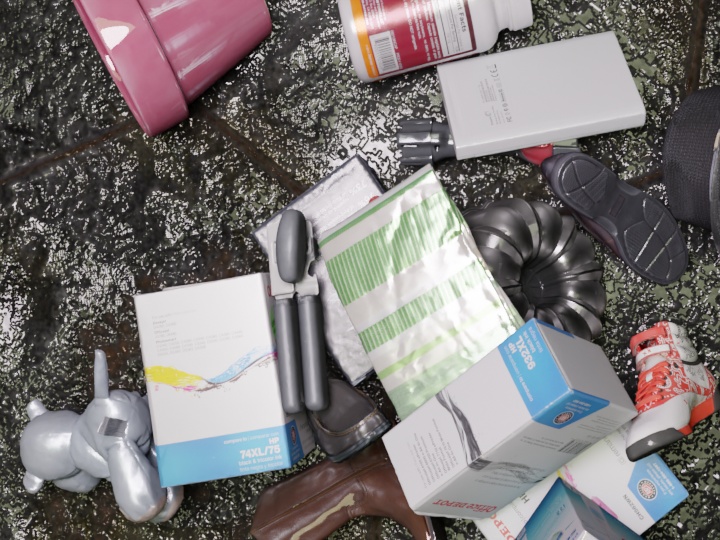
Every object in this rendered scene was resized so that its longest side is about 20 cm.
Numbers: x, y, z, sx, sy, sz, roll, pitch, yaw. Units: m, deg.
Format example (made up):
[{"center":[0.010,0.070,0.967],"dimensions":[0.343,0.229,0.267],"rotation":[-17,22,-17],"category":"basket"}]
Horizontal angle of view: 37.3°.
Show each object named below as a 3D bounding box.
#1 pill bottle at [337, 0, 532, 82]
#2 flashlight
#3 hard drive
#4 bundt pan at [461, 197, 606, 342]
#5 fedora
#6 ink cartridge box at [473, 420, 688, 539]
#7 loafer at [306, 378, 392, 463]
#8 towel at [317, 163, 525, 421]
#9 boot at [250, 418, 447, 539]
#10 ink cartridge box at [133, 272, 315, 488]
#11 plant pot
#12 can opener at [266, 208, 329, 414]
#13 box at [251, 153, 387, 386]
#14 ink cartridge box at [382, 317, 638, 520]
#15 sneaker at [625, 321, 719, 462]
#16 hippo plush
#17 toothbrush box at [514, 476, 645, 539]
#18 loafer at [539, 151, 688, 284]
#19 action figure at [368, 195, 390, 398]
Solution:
[{"center":[0.080,-0.281,1.151],"dimensions":[0.196,0.113,0.115],"rotation":[-13,87,6],"category":"pill bottle"},{"center":[0.142,-0.141,1.167],"dimensions":[0.196,0.069,0.069],"rotation":[-1,130,12],"category":"flashlight"},{"center":[0.188,-0.188,1.134],"dimensions":[0.196,0.026,0.134],"rotation":[-10,51,2],"category":"hard drive"},{"center":[0.174,0.016,1.098],"dimensions":[0.198,0.076,0.206],"rotation":[8,73,-26],"category":"bundt pan"},{"center":[0.372,-0.115,1.107],"dimensions":[0.091,0.199,0.205],"rotation":[12,91,41],"category":"fedora"},{"center":[0.224,0.238,1.137],"dimensions":[0.199,0.085,0.145],"rotation":[-40,85,7],"category":"ink cartridge box"},{"center":[-0.023,0.150,1.113],"dimensions":[0.072,0.200,0.073],"rotation":[-31,94,-18],"category":"loafer"},{"center":[0.057,0.020,1.040],"dimensions":[0.151,0.023,0.202],"rotation":[-31,80,12],"category":"towel"},{"center":[-0.017,0.278,1.150],"dimensions":[0.198,0.065,0.188],"rotation":[-29,45,4],"category":"boot"},{"center":[-0.144,0.113,1.158],"dimensions":[0.143,0.147,0.204],"rotation":[-10,88,8],"category":"ink cartridge box"},{"center":[-0.201,-0.275,1.160],"dimensions":[0.177,0.200,0.202],"rotation":[-29,85,-9],"category":"plant pot"},{"center":[-0.069,0.042,1.079],"dimensions":[0.052,0.066,0.204],"rotation":[-7,86,19],"category":"can opener"},{"center":[0.000,0.000,1.161],"dimensions":[0.147,0.104,0.202],"rotation":[-34,85,5],"category":"box"},{"center":[0.142,0.149,1.022],"dimensions":[0.199,0.144,0.085],"rotation":[-41,55,23],"category":"ink cartridge box"},{"center":[0.298,0.117,1.082],"dimensions":[0.067,0.200,0.109],"rotation":[-33,78,36],"category":"sneaker"},{"center":[-0.292,0.208,1.165],"dimensions":[0.158,0.200,0.162],"rotation":[-17,65,15],"category":"hippo plush"},{"center":[0.230,0.289,0.994],"dimensions":[0.145,0.200,0.086],"rotation":[35,95,3],"category":"toothbrush box"},{"center":[0.270,-0.061,1.133],"dimensions":[0.199,0.063,0.072],"rotation":[37,90,-22],"category":"loafer"},{"center":[0.036,0.024,1.081],"dimensions":[0.064,0.052,0.204],"rotation":[-13,85,9],"category":"action figure"}]
